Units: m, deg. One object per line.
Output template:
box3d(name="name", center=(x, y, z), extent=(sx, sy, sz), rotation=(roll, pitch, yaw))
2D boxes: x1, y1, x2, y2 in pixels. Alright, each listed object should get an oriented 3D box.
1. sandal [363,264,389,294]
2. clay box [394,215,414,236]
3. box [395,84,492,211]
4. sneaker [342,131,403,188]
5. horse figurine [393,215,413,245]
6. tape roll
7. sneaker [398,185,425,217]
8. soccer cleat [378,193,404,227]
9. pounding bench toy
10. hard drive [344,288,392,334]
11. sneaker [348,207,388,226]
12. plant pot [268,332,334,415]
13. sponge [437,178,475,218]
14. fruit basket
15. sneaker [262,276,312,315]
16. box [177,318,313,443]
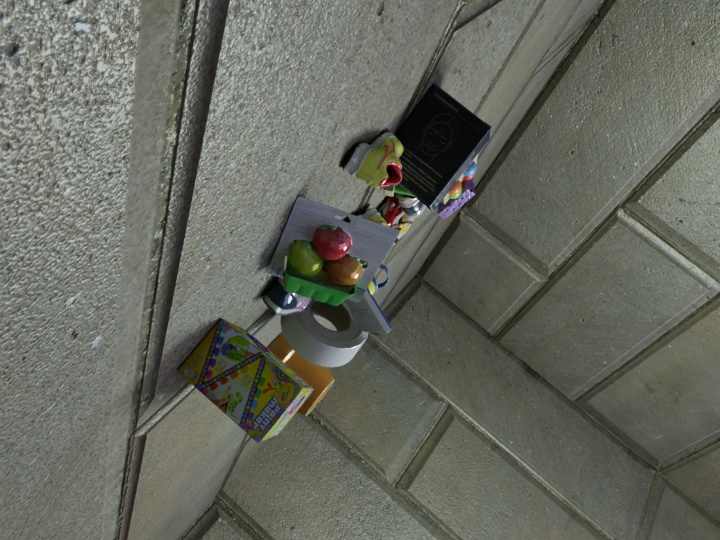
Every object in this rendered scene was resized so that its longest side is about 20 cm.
box3d(name="sandal", center=(0.000, 0.000, 1.471), extent=(0.086, 0.200, 0.080), rotation=(-21, 126, -22))
box3d(name="clay box", center=(0.145, -0.177, 1.958), extent=(0.115, 0.047, 0.201), rotation=(-42, 166, -50))
box3d(name="box", center=(0.152, -0.250, 1.316), extent=(0.201, 0.148, 0.107), rotation=(-52, 172, 7))
box3d(name="sneaker", center=(0.043, -0.192, 1.171), extent=(0.078, 0.090, 0.200), rotation=(-58, 171, 32))
box3d(name="horse figurine", center=(0.120, -0.169, 1.740), extent=(0.201, 0.050, 0.132), rotation=(-54, -151, -6))
box3d(name="tape roll", center=(-0.082, 0.121, 1.470), extent=(0.202, 0.202, 0.071), rotation=(-40, 167, -52))
box3d(name="sneaker", center=(0.157, -0.239, 1.625), extent=(0.079, 0.078, 0.202), rotation=(45, 62, -50))
box3d(name="soccer cleat", center=(0.069, -0.142, 1.662), extent=(0.085, 0.069, 0.201), rotation=(-10, -135, 51))
box3d(name="pounding bench toy", center=(0.166, -0.220, 1.496), extent=(0.201, 0.156, 0.124), rotation=(-51, 172, 4))
box3d(name="hard drive", center=(-0.015, 0.046, 1.383), extent=(0.025, 0.201, 0.132), rotation=(-35, -169, -19))
box3d(name="sneaker", center=(0.014, -0.078, 1.462), extent=(0.200, 0.090, 0.078), rotation=(-39, 168, -51))
box3d(name="plant pot", center=(-0.177, 0.286, 1.719), extent=(0.201, 0.183, 0.200), rotation=(-49, 172, -10))
box3d(name="sponge", center=(0.240, -0.239, 1.621), extent=(0.111, 0.030, 0.202), rotation=(-40, -145, 41))
box3d(name="fruit basket", center=(-0.053, -0.034, 1.111), extent=(0.094, 0.183, 0.201), rotation=(-88, -160, -49))
box3d(name="sneaker", center=(-0.127, 0.039, 1.313), extent=(0.082, 0.070, 0.200), rotation=(-50, 174, 14))
box3d(name="box", center=(-0.205, 0.206, 1.185), extent=(0.122, 0.192, 0.200), rotation=(-50, 172, -8))
